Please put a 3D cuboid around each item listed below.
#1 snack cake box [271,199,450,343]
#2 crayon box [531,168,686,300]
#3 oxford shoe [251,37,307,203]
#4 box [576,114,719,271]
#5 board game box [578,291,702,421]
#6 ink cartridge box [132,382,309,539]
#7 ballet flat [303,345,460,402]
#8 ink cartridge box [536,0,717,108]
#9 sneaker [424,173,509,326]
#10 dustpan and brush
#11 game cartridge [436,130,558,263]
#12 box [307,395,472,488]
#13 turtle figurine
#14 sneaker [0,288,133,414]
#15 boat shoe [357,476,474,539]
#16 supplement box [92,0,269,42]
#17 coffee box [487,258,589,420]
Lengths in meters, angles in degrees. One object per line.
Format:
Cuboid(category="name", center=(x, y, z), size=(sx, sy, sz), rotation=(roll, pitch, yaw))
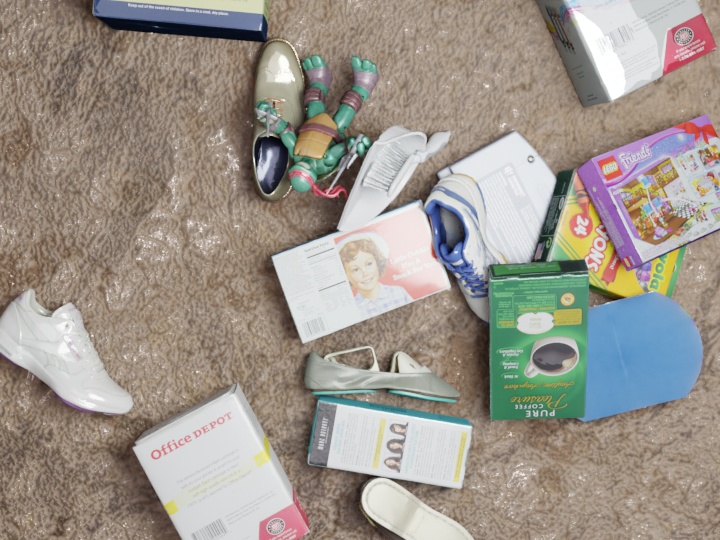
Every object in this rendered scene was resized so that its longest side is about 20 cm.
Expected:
Cuboid(category="snack cake box", center=(0.000, 0.000, 1.506), size=(0.198, 0.067, 0.116), rotation=(-20, 93, -1))
Cuboid(category="crayon box", center=(0.323, -0.032, 1.502), size=(0.198, 0.051, 0.129), rotation=(19, 86, -15))
Cuboid(category="oxford shoe", center=(-0.100, -0.184, 1.483), size=(0.070, 0.074, 0.203), rotation=(-1, 94, 0))
Cuboid(category="box", center=(0.373, -0.097, 1.473), size=(0.198, 0.039, 0.138), rotation=(-21, 81, -27))
Cuboid(category="board game box", center=(0.322, 0.099, 1.515), size=(0.198, 0.039, 0.159), rotation=(-16, 115, 11))
Cuboid(category="ink cartridge box", center=(-0.171, 0.262, 1.510), size=(0.144, 0.083, 0.202), rotation=(-27, 95, -1))
Cuboid(category="ballet flat", center=(0.029, 0.128, 1.519), size=(0.197, 0.067, 0.065), rotation=(4, 86, -3))
Cuboid(category="ink cartridge box", center=(0.304, -0.319, 1.454), size=(0.144, 0.145, 0.202), rotation=(-25, 95, 0))
Cuboid(category="sneaker", center=(0.126, -0.012, 1.474), size=(0.075, 0.088, 0.202), rotation=(-17, 102, 35))
Cuboid(category="dustpan and brush", center=(0.053, -0.131, 1.456), size=(0.057, 0.200, 0.140), rotation=(29, 131, 6))
Cuboid(category="game cartridge", center=(0.197, -0.065, 1.525), size=(0.132, 0.040, 0.202), rotation=(-27, 95, 3))
Cuboid(category="box", center=(0.036, 0.215, 1.532), size=(0.197, 0.049, 0.083), rotation=(10, 94, -3))
Cuboid(category="turtle figurine", center=(-0.052, -0.163, 1.427), size=(0.148, 0.101, 0.202), rotation=(15, 58, 7))
Cuboid(category="sneaker", center=(-0.357, 0.102, 1.494), size=(0.199, 0.075, 0.100), rotation=(35, 93, -5))
Cuboid(category="boat shoe", center=(0.078, 0.334, 1.539), size=(0.199, 0.059, 0.072), rotation=(38, 77, -6))
Cuboid(category="supplement box", center=(-0.201, -0.385, 1.433), size=(0.197, 0.134, 0.203), rotation=(4, 95, -3))
Cuboid(category="coffee box", center=(0.213, 0.087, 1.467), size=(0.121, 0.044, 0.202), rotation=(-4, 117, 3))
